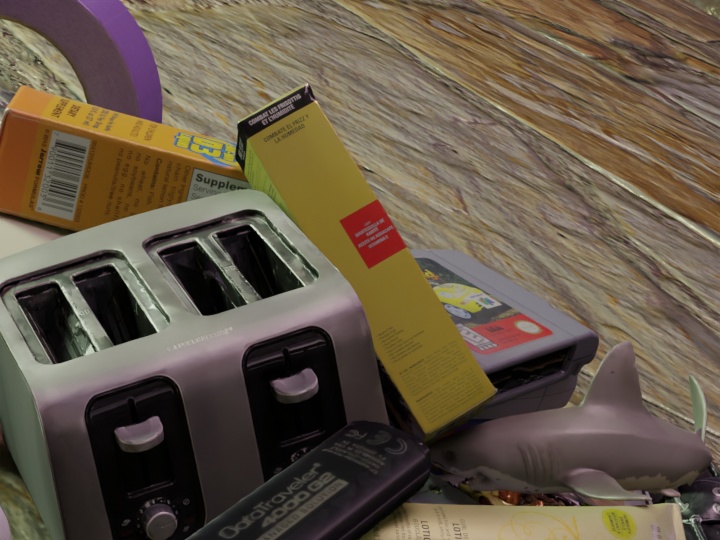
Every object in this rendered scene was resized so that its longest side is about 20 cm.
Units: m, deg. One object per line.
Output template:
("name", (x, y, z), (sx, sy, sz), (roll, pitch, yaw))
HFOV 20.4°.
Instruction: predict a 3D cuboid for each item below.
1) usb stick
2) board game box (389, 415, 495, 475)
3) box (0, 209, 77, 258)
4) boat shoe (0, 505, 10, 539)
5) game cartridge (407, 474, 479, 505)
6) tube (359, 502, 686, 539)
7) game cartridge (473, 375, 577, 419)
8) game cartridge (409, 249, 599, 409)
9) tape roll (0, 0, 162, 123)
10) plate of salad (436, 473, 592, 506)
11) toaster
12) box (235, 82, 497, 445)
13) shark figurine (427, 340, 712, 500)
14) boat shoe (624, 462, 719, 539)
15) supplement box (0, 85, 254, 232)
("usb stick", (-0.039, 0.123, 0.912), (0.055, 0.033, 0.200), (19, 32, 30))
("board game box", (-0.015, 0.067, 1.308), (0.198, 0.045, 0.135), (18, 20, -9))
("box", (-0.212, 0.012, 1.179), (0.077, 0.096, 0.200), (26, 18, 21))
("boat shoe", (-0.251, 0.092, 0.971), (0.199, 0.070, 0.066), (18, 19, 13))
("game cartridge", (0.038, 0.170, 1.047), (0.133, 0.041, 0.200), (-13, 37, -36))
("tube", (0.079, 0.145, 1.003), (0.198, 0.059, 0.052), (6, 6, -18))
("game cartridge", (0.042, 0.049, 1.295), (0.199, 0.041, 0.133), (4, 30, -39))
("game cartridge", (0.051, 0.034, 1.241), (0.133, 0.041, 0.199), (27, 21, 26))
("tape roll", (-0.233, -0.105, 1.304), (0.199, 0.201, 0.066), (21, 19, 2))
("plate of salad", (0.119, 0.166, 1.179), (0.199, 0.048, 0.200), (18, 20, -7))
("toaster", (-0.097, 0.055, 1.053), (0.180, 0.120, 0.200), (-16, 29, -17))
("box", (0.000, 0.000, 1.104), (0.201, 0.050, 0.075), (59, -11, 10))
("shark figurine", (0.154, 0.085, 1.123), (0.213, 0.090, 0.128), (3, -2, -40))
("boat shoe", (0.211, 0.157, 1.199), (0.072, 0.068, 0.200), (39, 8, -7))
("supplement box", (-0.117, -0.049, 1.185), (0.198, 0.069, 0.067), (16, 17, -6))
